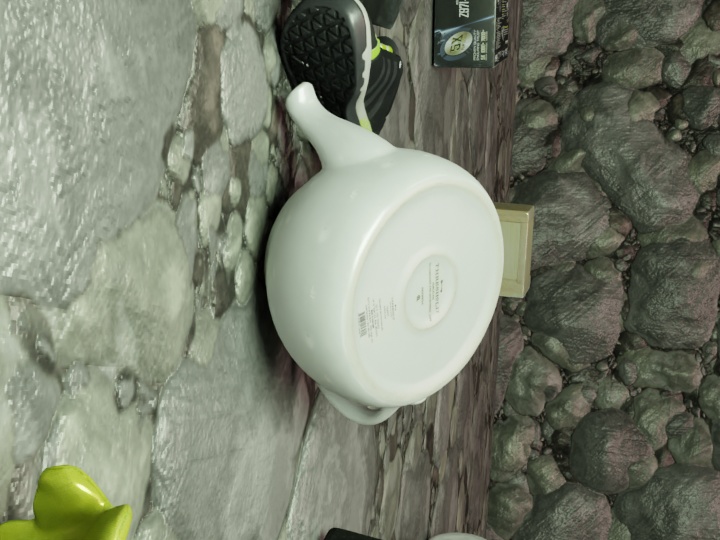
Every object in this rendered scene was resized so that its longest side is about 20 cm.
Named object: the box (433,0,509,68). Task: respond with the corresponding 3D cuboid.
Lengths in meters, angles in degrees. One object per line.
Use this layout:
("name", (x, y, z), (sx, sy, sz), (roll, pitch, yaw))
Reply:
("box", (0.160, -0.375, 1.498), (0.200, 0.086, 0.164), (-50, 142, -70))

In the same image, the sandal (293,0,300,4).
("sandal", (-0.021, -0.288, 0.785), (0.050, 0.082, 0.203), (27, 58, -29))

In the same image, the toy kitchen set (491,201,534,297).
("toy kitchen set", (0.088, -0.003, 1.063), (0.200, 0.180, 0.163), (-37, 131, -68))

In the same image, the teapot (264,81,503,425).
("teapot", (0.000, 0.000, 0.782), (0.197, 0.146, 0.200), (35, 78, -46))

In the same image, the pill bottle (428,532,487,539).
("pill bottle", (0.150, 0.518, 1.634), (0.116, 0.116, 0.200), (-31, 125, -75))

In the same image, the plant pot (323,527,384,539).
("plant pot", (0.025, 0.371, 0.906), (0.177, 0.200, 0.200), (-40, 134, -55))

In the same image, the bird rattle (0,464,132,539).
("bird rattle", (-0.087, 0.185, 0.418), (0.113, 0.163, 0.200), (-54, 140, -35))

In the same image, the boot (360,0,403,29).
("boot", (0.018, -0.301, 0.850), (0.200, 0.066, 0.165), (-81, 174, -61))

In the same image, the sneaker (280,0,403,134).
("sneaker", (-0.008, -0.160, 0.810), (0.083, 0.072, 0.200), (-54, 166, -20))
